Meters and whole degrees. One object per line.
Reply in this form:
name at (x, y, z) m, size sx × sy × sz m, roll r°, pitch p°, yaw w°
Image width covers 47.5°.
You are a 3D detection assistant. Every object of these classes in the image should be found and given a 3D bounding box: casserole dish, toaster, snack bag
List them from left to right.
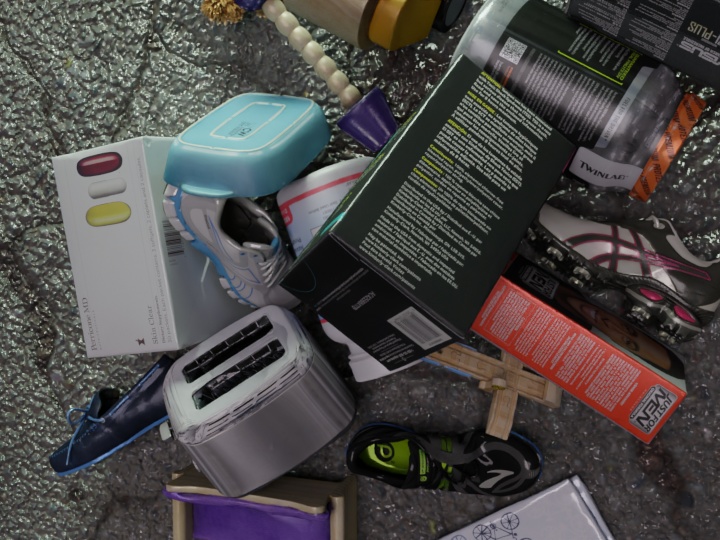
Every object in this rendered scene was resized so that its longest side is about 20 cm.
casserole dish at (-0.103, -0.125, 0.770) m, size 0.121 × 0.200 × 0.039 m, roll 9°, pitch 123°, yaw 17°
toaster at (-0.095, 0.123, 0.804) m, size 0.200 × 0.129 × 0.114 m, roll -31°, pitch 46°, yaw -1°
snack bag at (0.183, 0.329, 0.817) m, size 0.188 × 0.021 × 0.200 m, roll -31°, pitch 86°, yaw 19°

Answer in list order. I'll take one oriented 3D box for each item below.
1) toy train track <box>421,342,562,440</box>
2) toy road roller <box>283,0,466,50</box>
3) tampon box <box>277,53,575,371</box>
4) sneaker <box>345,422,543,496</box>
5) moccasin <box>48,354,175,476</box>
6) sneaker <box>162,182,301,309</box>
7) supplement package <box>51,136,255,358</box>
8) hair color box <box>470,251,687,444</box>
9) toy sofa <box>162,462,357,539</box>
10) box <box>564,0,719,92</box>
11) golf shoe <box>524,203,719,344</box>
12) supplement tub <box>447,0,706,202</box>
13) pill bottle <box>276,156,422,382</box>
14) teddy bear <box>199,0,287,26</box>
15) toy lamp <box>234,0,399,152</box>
toy train track at (0.108, 0.083, 0.753) m, size 0.199 × 0.033 × 0.115 m, roll 22°, pitch 68°, yaw -17°
toy road roller at (0.028, -0.289, 0.709) m, size 0.123 × 0.200 × 0.146 m, roll 31°, pitch 127°, yaw 14°
tampon box at (0.053, -0.043, 0.677) m, size 0.126 × 0.150 × 0.200 m, roll 38°, pitch 66°, yaw -6°
sneaker at (0.078, 0.192, 0.805) m, size 0.199 × 0.083 × 0.071 m, roll 1°, pitch 97°, yaw 19°
moccasin at (-0.276, 0.160, 0.933) m, size 0.200 × 0.080 × 0.068 m, roll -33°, pitch 100°, yaw 7°
sneaker at (-0.103, -0.017, 0.792) m, size 0.086 × 0.200 × 0.075 m, roll 12°, pitch 65°, yaw 40°
supplement package at (-0.205, -0.027, 0.837) m, size 0.110 × 0.156 × 0.201 m, roll -8°, pitch 94°, yaw 23°
hair color box at (0.187, 0.059, 0.736) m, size 0.200 × 0.101 × 0.061 m, roll 33°, pitch 111°, yaw 9°
toy sofa at (-0.107, 0.261, 0.870) m, size 0.199 × 0.098 × 0.083 m, roll 2°, pitch 97°, yaw 18°
box at (0.293, -0.239, 0.642) m, size 0.200 × 0.086 × 0.164 m, roll 31°, pitch 71°, yaw 13°
golf shoe at (0.232, -0.017, 0.744) m, size 0.200 × 0.077 × 0.088 m, roll 33°, pitch 87°, yaw 9°
supplement tub at (0.183, -0.149, 0.709) m, size 0.200 × 0.122 × 0.123 m, roll 32°, pitch 105°, yaw 14°
pill bottle at (0.000, 0.000, 0.797) m, size 0.108 × 0.109 × 0.201 m, roll -20°, pitch 89°, yaw 20°
teddy bear at (-0.125, -0.348, 0.823) m, size 0.144 × 0.067 × 0.201 m, roll 12°, pitch 101°, yaw 15°
toy lamp at (-0.037, -0.202, 0.800) m, size 0.058 × 0.058 × 0.200 m, roll -38°, pitch 97°, yaw 19°
